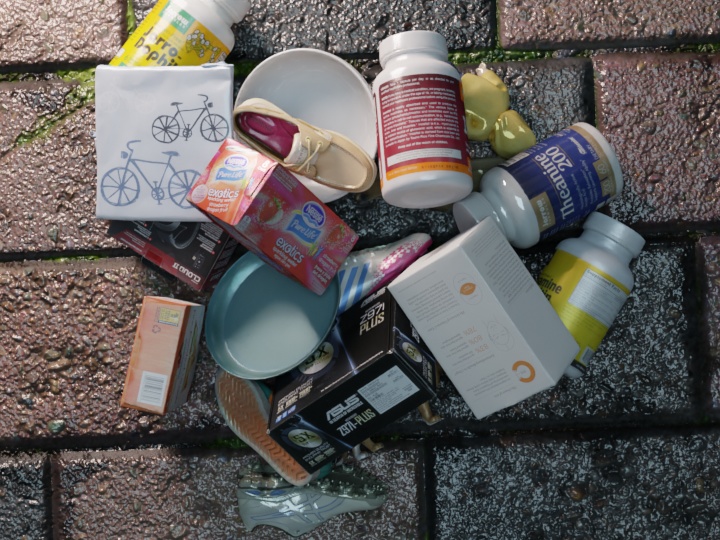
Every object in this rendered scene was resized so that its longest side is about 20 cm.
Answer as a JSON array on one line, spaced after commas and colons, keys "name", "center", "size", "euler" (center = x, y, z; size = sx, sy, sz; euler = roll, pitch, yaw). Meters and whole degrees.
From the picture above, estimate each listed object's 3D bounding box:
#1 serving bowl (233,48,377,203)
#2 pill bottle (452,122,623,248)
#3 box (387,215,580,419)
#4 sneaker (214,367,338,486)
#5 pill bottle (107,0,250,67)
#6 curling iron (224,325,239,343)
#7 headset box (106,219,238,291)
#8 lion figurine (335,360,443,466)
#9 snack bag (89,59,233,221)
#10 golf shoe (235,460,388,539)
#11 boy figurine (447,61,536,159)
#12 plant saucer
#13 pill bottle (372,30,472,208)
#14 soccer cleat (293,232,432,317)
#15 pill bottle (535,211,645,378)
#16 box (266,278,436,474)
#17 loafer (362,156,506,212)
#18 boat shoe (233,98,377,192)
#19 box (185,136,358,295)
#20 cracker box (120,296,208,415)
[{"name": "serving bowl", "center": [-0.063, -0.189, 1.525], "size": [0.199, 0.066, 0.201], "euler": [4, 103, 15]}, {"name": "pill bottle", "center": [0.222, -0.097, 1.478], "size": [0.200, 0.111, 0.111], "euler": [-29, 88, -12]}, {"name": "box", "center": [0.150, 0.058, 1.410], "size": [0.124, 0.097, 0.200], "euler": [-31, 95, 38]}, {"name": "sneaker", "center": [-0.110, 0.199, 1.528], "size": [0.200, 0.080, 0.071], "euler": [46, 114, 22]}, {"name": "pill bottle", "center": [-0.235, -0.292, 1.519], "size": [0.113, 0.113, 0.200], "euler": [38, 89, 1]}, {"name": "curling iron", "center": [-0.083, 0.103, 1.548], "size": [0.199, 0.026, 0.050], "euler": [8, 82, 2]}, {"name": "headset box", "center": [-0.221, -0.081, 1.510], "size": [0.149, 0.077, 0.200], "euler": [31, 103, 7]}, {"name": "lion figurine", "center": [0.033, 0.163, 1.525], "size": [0.200, 0.072, 0.123], "euler": [-27, 79, 4]}, {"name": "snack bag", "center": [-0.246, -0.160, 1.455], "size": [0.188, 0.021, 0.201], "euler": [1, 98, 11]}, {"name": "golf shoe", "center": [-0.063, 0.305, 1.532], "size": [0.199, 0.078, 0.098], "euler": [4, 108, 4]}, {"name": "boy figurine", "center": [0.147, -0.220, 1.537], "size": [0.200, 0.064, 0.125], "euler": [32, 63, -2]}, {"name": "plant saucer", "center": [-0.109, 0.052, 1.504], "size": [0.200, 0.027, 0.201], "euler": [-14, 57, 23]}, {"name": "pill bottle", "center": [0.074, -0.186, 1.436], "size": [0.113, 0.113, 0.201], "euler": [-5, 78, 0]}, {"name": "soccer cleat", "center": [0.000, 0.000, 1.529], "size": [0.200, 0.070, 0.086], "euler": [-39, 87, -1]}, {"name": "pill bottle", "center": [0.281, 0.030, 1.505], "size": [0.112, 0.112, 0.200], "euler": [31, 88, 1]}, {"name": "box", "center": [-0.009, 0.129, 1.442], "size": [0.200, 0.164, 0.086], "euler": [-35, 113, 21]}, {"name": "loafer", "center": [0.098, -0.108, 1.528], "size": [0.199, 0.076, 0.068], "euler": [-7, 89, -1]}, {"name": "boat shoe", "center": [-0.077, -0.151, 1.466], "size": [0.200, 0.069, 0.074], "euler": [26, 109, 9]}, {"name": "box", "center": [-0.103, -0.063, 1.422], "size": [0.100, 0.200, 0.096], "euler": [29, 83, 39]}, {"name": "cracker box", "center": [-0.242, 0.103, 1.463], "size": [0.057, 0.200, 0.134], "euler": [12, 89, 0]}]
